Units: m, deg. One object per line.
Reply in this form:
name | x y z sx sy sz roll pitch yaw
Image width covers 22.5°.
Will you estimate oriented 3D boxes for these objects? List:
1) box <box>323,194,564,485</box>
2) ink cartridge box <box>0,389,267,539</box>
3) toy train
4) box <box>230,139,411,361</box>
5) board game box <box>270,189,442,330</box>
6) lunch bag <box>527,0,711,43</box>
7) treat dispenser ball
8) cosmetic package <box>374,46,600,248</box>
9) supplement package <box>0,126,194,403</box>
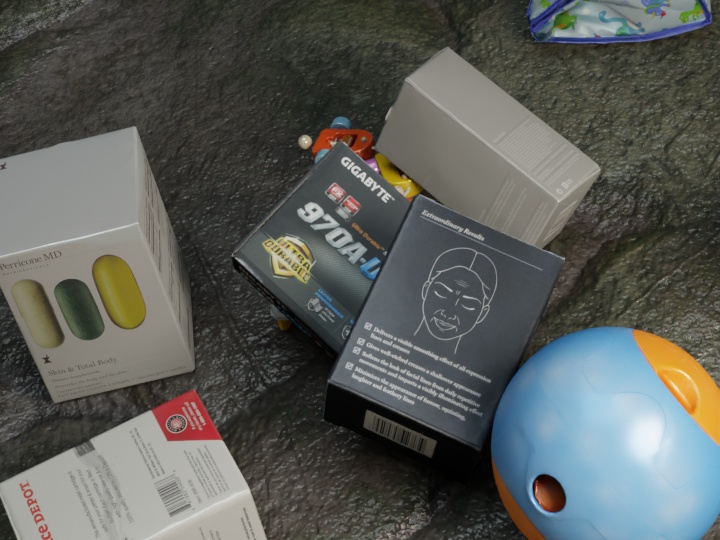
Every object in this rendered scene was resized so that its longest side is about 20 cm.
box | 0.073 0.061 1.615 0.147 0.107 0.201 24 68 7
ink cartridge box | -0.204 0.218 1.612 0.199 0.084 0.145 -24 44 -11
toy train | -0.005 -0.077 1.852 0.149 0.056 0.201 0 42 18
box | 0.000 0.000 1.723 0.200 0.046 0.159 42 78 11
board game box | 0.026 -0.016 1.834 0.198 0.026 0.201 1 45 16
lunch bag | 0.285 -0.345 2.043 0.198 0.128 0.171 -14 43 21
treat dispenser ball | 0.206 0.147 1.483 0.199 0.202 0.202 -8 43 8
cosmetic package | 0.122 -0.113 1.787 0.200 0.107 0.090 43 49 12
supplement package | -0.262 -0.004 1.775 0.150 0.201 0.151 -13 42 3
